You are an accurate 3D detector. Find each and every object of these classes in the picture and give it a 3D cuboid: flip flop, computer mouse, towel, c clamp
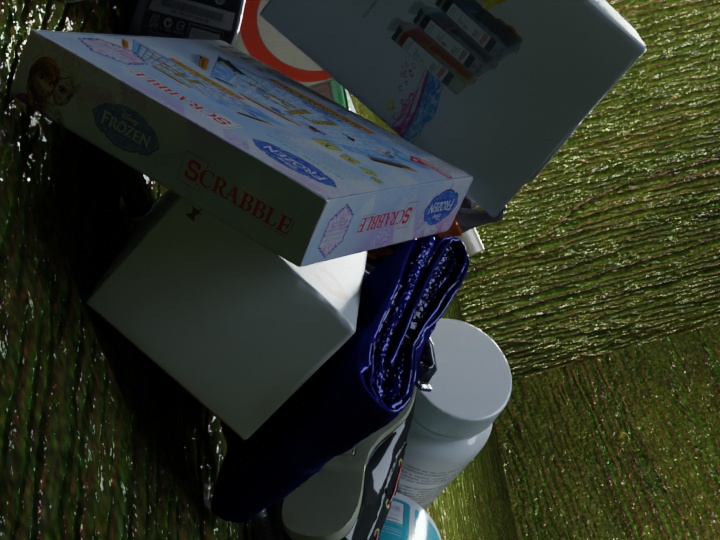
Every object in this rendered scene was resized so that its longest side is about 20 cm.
[{"bbox_3d":[-0.135,-0.101,0.937,0.200,0.057,0.082,-84,157,-67],"label":"flip flop"},{"bbox_3d":[-0.115,-0.230,1.038,0.138,0.201,0.053,14,17,-39],"label":"computer mouse"},{"bbox_3d":[-0.021,0.066,0.889,0.049,0.200,0.148,38,46,-10],"label":"towel"},{"bbox_3d":[-0.073,0.144,1.001,0.171,0.027,0.201,-27,101,-83],"label":"c clamp"}]

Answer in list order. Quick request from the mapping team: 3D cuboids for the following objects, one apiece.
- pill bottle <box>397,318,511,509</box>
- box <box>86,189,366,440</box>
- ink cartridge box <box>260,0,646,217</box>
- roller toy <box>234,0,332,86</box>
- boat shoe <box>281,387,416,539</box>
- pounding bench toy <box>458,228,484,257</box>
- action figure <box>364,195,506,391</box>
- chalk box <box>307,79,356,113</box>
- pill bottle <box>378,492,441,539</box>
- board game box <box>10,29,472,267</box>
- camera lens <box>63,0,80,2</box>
[{"bbox_3d":[0.043,0.133,1.207,0.200,0.113,0.114,124,-37,-49],"label":"pill bottle"},{"bbox_3d":[-0.073,-0.005,0.878,0.124,0.098,0.200,42,15,-10],"label":"box"},{"bbox_3d":[0.065,-0.161,0.925,0.200,0.145,0.145,41,16,-4],"label":"ink cartridge box"},{"bbox_3d":[-0.053,-0.290,1.441,0.140,0.199,0.183,-98,163,-50],"label":"roller toy"},{"bbox_3d":[-0.005,0.138,1.040,0.202,0.073,0.063,-66,154,-46],"label":"boat shoe"},{"bbox_3d":[0.000,0.000,1.149,0.156,0.199,0.125,6,67,-86],"label":"pounding bench toy"},{"bbox_3d":[0.022,0.002,1.021,0.200,0.193,0.105,52,8,26],"label":"action figure"},{"bbox_3d":[-0.050,-0.078,1.271,0.200,0.124,0.124,65,11,-47],"label":"chalk box"},{"bbox_3d":[0.010,0.240,1.094,0.200,0.110,0.111,-76,149,-75],"label":"pill bottle"},{"bbox_3d":[-0.060,-0.076,0.810,0.199,0.199,0.041,-14,131,-63],"label":"board game box"},{"bbox_3d":[-0.116,-0.267,0.889,0.160,0.199,0.161,-16,90,-83],"label":"camera lens"}]
